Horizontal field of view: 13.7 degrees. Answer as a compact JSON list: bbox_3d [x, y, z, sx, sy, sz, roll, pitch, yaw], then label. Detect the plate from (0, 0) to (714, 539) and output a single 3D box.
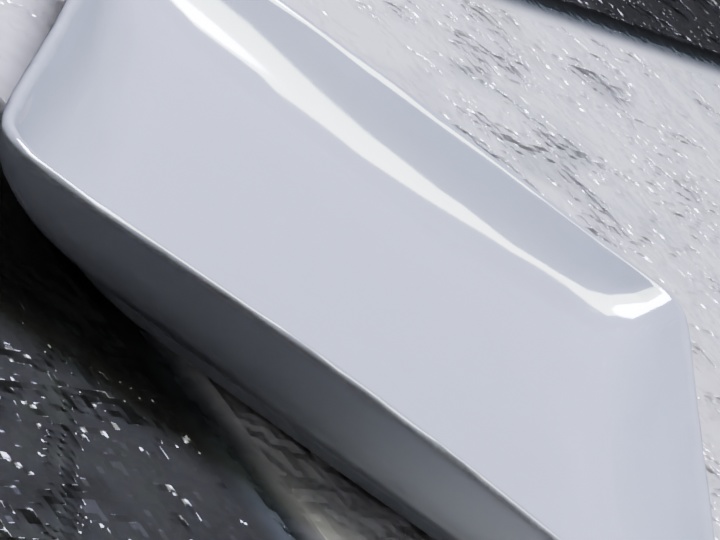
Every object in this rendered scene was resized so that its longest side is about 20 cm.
[{"bbox_3d":[0.000,0.000,0.737,0.199,0.032,0.200,36,21,-11],"label":"plate"}]
